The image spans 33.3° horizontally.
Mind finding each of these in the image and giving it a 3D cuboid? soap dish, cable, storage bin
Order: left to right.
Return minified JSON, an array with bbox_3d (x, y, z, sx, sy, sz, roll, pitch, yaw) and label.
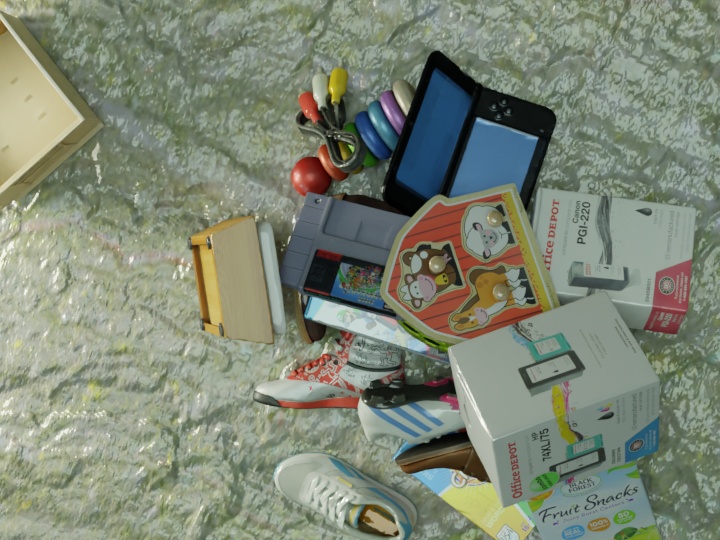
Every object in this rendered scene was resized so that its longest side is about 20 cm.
[{"bbox_3d":[-0.486,-0.213,1.613,0.198,0.094,0.200,-39,88,8],"label":"storage bin"},{"bbox_3d":[-0.160,0.013,1.528,0.081,0.200,0.158,-9,93,-16],"label":"soap dish"},{"bbox_3d":[-0.046,-0.186,1.526,0.097,0.200,0.050,-34,125,19],"label":"cable"}]

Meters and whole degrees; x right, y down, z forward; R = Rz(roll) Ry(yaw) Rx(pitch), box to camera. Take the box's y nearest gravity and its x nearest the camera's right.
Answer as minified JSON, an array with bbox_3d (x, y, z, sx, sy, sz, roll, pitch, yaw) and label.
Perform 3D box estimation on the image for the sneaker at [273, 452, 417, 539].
[{"bbox_3d":[-0.022,0.300,1.586,0.200,0.081,0.077,20,97,7],"label":"sneaker"}]

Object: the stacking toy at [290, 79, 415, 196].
[{"bbox_3d":[-0.005,-0.162,1.560,0.200,0.085,0.085,-31,89,12],"label":"stacking toy"}]

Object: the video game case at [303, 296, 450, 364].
[{"bbox_3d":[0.043,0.022,1.540,0.200,0.018,0.143,18,92,-2],"label":"video game case"}]

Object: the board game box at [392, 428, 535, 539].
[{"bbox_3d":[0.166,0.247,1.576,0.200,0.040,0.153,37,97,4],"label":"board game box"}]

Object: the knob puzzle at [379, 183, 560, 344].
[{"bbox_3d":[0.120,-0.001,1.434,0.219,0.030,0.220,0,75,-1],"label":"knob puzzle"}]

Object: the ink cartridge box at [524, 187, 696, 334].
[{"bbox_3d":[0.306,-0.013,1.497,0.200,0.085,0.146,7,68,9],"label":"ink cartridge box"}]

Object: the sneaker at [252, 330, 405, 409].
[{"bbox_3d":[-0.041,0.126,1.586,0.201,0.067,0.108,1,93,4],"label":"sneaker"}]

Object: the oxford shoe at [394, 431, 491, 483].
[{"bbox_3d":[0.144,0.239,1.525,0.200,0.071,0.071,-10,97,7],"label":"oxford shoe"}]

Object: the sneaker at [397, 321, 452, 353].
[{"bbox_3d":[0.126,0.060,1.502,0.200,0.074,0.084,21,69,7],"label":"sneaker"}]

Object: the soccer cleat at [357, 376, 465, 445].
[{"bbox_3d":[0.096,0.181,1.535,0.200,0.070,0.086,0,121,1],"label":"soccer cleat"}]

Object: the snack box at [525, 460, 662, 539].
[{"bbox_3d":[0.286,0.292,1.505,0.142,0.053,0.200,-20,127,7],"label":"snack box"}]

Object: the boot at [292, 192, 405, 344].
[{"bbox_3d":[0.000,0.000,1.568,0.166,0.072,0.200,3,90,10],"label":"boot"}]

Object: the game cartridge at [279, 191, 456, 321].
[{"bbox_3d":[0.007,-0.015,1.482,0.200,0.038,0.130,14,70,14],"label":"game cartridge"}]

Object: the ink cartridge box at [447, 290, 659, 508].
[{"bbox_3d":[0.223,0.149,1.396,0.200,0.147,0.146,-20,47,-4],"label":"ink cartridge box"}]

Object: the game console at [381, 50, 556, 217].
[{"bbox_3d":[0.139,-0.144,1.503,0.176,0.116,0.200,19,85,6],"label":"game console"}]
